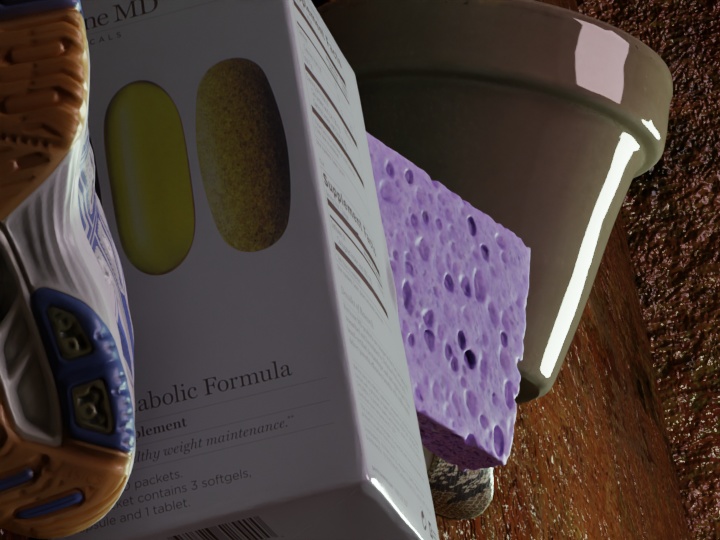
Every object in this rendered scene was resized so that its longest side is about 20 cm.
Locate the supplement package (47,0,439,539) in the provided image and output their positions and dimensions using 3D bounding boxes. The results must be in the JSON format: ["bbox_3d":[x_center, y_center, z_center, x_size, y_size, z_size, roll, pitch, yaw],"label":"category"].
[{"bbox_3d":[-0.051,0.008,0.982,0.110,0.113,0.201,55,22,-65],"label":"supplement package"}]

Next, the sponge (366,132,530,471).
[{"bbox_3d":[0.000,0.000,1.214,0.200,0.030,0.112,33,54,-41],"label":"sponge"}]

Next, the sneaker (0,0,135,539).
[{"bbox_3d":[-0.111,-0.019,0.860,0.088,0.075,0.201,107,-23,-88],"label":"sneaker"}]

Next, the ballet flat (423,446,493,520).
[{"bbox_3d":[-0.004,0.035,1.270,0.075,0.068,0.201,-40,111,-55],"label":"ballet flat"}]

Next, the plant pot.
[{"bbox_3d":[0.050,-0.029,1.444,0.200,0.199,0.175,50,47,-67],"label":"plant pot"}]

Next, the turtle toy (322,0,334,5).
[{"bbox_3d":[0.027,-0.167,1.647,0.146,0.101,0.201,63,16,-49],"label":"turtle toy"}]
